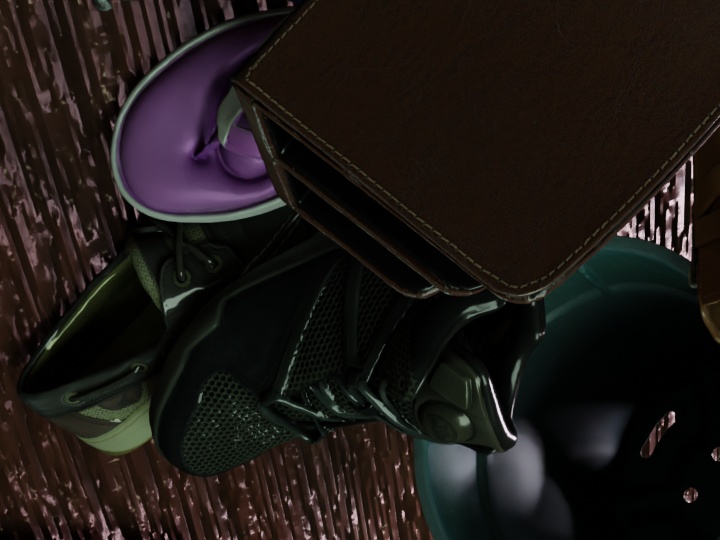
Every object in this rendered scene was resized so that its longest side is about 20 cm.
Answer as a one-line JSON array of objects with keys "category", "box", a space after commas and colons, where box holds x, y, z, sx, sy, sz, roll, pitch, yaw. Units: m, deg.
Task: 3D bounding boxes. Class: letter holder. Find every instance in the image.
[{"category": "letter holder", "box": [0.076, -0.080, 0.637, 0.200, 0.142, 0.101, -49, 161, -11]}]

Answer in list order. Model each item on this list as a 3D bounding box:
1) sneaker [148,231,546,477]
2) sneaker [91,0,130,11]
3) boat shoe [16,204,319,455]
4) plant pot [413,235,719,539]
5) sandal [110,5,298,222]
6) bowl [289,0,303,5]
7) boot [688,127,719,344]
[{"category": "sneaker", "box": [-0.005, 0.045, 0.725, 0.198, 0.115, 0.076, -33, 136, 14]}, {"category": "sneaker", "box": [-0.040, -0.174, 0.648, 0.199, 0.078, 0.140, -32, 141, 8]}, {"category": "boat shoe", "box": [-0.079, 0.005, 0.779, 0.201, 0.072, 0.066, -46, 141, 19]}, {"category": "plant pot", "box": [0.163, 0.105, 0.940, 0.200, 0.201, 0.195, -47, 143, 14]}, {"category": "sandal", "box": [-0.014, -0.078, 0.718, 0.201, 0.083, 0.050, -18, 179, 5]}, {"category": "bowl", "box": [0.033, -0.180, 0.638, 0.201, 0.039, 0.201, -46, 161, -21]}, {"category": "boot", "box": [0.171, -0.065, 0.769, 0.076, 0.157, 0.200, 5, 157, 11]}]
